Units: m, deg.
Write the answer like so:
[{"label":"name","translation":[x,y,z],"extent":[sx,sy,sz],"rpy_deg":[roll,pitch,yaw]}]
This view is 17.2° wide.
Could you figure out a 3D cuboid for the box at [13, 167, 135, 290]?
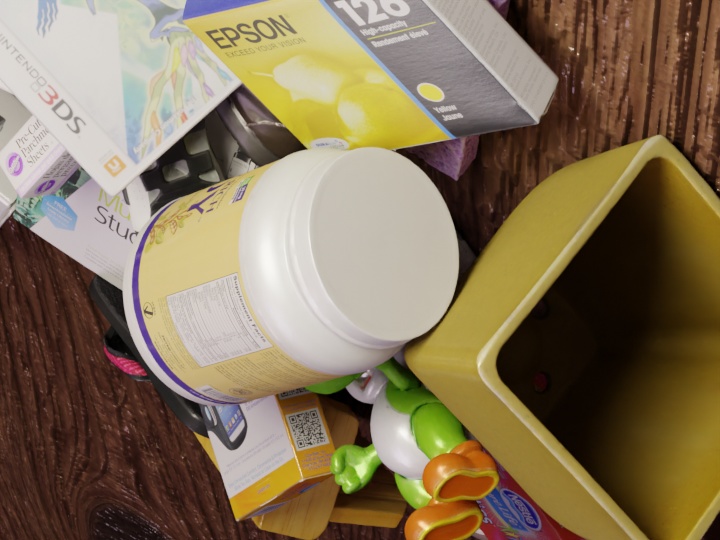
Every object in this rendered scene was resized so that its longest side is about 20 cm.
[{"label":"box","translation":[-0.193,-0.076,1.853],"extent":[0.144,0.036,0.201],"rpy_deg":[32,137,11]}]

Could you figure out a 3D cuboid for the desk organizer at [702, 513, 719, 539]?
[{"label":"desk organizer","translation":[0.272,0.217,1.758],"extent":[0.071,0.077,0.201],"rpy_deg":[13,146,40]}]

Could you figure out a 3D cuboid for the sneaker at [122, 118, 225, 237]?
[{"label":"sneaker","translation":[-0.134,-0.072,1.653],"extent":[0.089,0.074,0.201],"rpy_deg":[-120,19,-48]}]

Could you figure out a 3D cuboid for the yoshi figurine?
[{"label":"yoshi figurine","translation":[0.009,0.094,1.645],"extent":[0.201,0.112,0.112],"rpy_deg":[59,-171,35]}]

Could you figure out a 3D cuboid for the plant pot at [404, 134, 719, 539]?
[{"label":"plant pot","translation":[0.142,0.050,1.532],"extent":[0.194,0.196,0.200],"rpy_deg":[46,162,-19]}]

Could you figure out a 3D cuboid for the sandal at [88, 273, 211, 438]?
[{"label":"sandal","translation":[-0.168,0.073,1.884],"extent":[0.075,0.045,0.200],"rpy_deg":[15,-151,-47]}]

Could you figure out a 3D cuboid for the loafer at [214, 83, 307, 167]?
[{"label":"loafer","translation":[-0.086,-0.163,1.592],"extent":[0.071,0.073,0.200],"rpy_deg":[-34,99,31]}]

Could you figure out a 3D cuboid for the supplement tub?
[{"label":"supplement tub","translation":[-0.046,0.003,1.540],"extent":[0.145,0.146,0.199],"rpy_deg":[47,143,-20]}]

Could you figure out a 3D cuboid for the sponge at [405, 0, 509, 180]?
[{"label":"sponge","translation":[0.032,-0.141,1.521],"extent":[0.111,0.030,0.200],"rpy_deg":[32,154,12]}]

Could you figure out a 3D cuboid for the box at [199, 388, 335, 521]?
[{"label":"box","translation":[-0.084,0.075,1.775],"extent":[0.119,0.041,0.201],"rpy_deg":[-36,68,56]}]

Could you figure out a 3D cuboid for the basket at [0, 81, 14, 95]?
[{"label":"basket","translation":[-0.248,-0.234,1.613],"extent":[0.135,0.124,0.201],"rpy_deg":[26,152,22]}]

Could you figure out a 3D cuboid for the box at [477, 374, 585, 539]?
[{"label":"box","translation":[0.126,0.136,1.782],"extent":[0.095,0.100,0.200],"rpy_deg":[6,140,47]}]

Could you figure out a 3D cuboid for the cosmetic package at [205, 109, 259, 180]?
[{"label":"cosmetic package","translation":[-0.117,-0.094,1.711],"extent":[0.199,0.083,0.051],"rpy_deg":[28,-164,24]}]

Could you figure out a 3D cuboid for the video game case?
[{"label":"video game case","translation":[-0.145,-0.176,1.515],"extent":[0.182,0.200,0.022],"rpy_deg":[47,-176,-22]}]

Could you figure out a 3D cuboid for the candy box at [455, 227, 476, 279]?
[{"label":"candy box","translation":[0.000,0.000,1.761],"extent":[0.199,0.061,0.137],"rpy_deg":[2,137,49]}]

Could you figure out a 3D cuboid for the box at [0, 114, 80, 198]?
[{"label":"box","translation":[-0.185,-0.126,1.688],"extent":[0.200,0.039,0.042],"rpy_deg":[-42,73,32]}]

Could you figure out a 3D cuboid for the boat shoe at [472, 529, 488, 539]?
[{"label":"boat shoe","translation":[0.140,0.202,1.913],"extent":[0.199,0.072,0.060],"rpy_deg":[13,147,35]}]

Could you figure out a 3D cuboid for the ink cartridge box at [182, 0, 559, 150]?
[{"label":"ink cartridge box","translation":[-0.012,-0.150,1.444],"extent":[0.197,0.047,0.200],"rpy_deg":[-6,141,47]}]

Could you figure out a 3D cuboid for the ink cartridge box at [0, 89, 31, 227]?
[{"label":"ink cartridge box","translation":[-0.359,-0.122,1.988],"extent":[0.200,0.084,0.144],"rpy_deg":[41,153,-6]}]

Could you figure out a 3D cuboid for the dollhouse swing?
[{"label":"dollhouse swing","translation":[-0.041,0.097,1.921],"extent":[0.200,0.175,0.183],"rpy_deg":[51,134,43]}]
